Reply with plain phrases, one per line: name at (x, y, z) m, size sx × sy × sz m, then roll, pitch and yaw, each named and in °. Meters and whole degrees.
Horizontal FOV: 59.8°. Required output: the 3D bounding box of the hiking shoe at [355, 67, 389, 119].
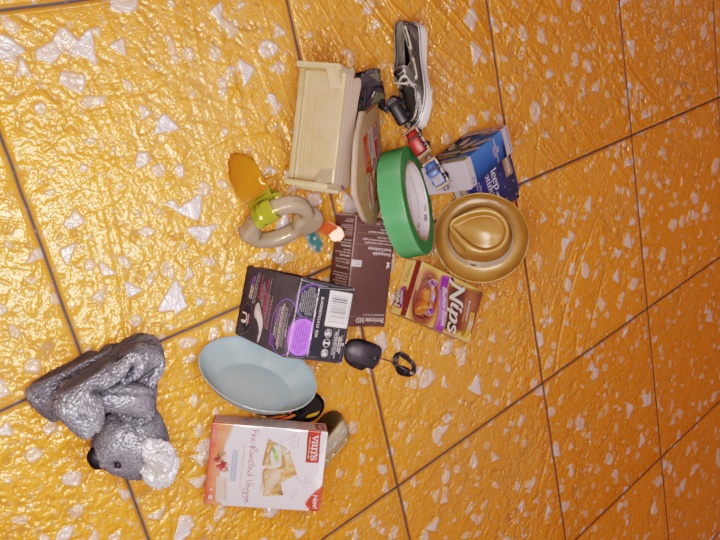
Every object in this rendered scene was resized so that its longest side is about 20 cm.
hiking shoe at (-0.021, -0.285, 1.122) m, size 0.199 × 0.075 × 0.102 m, roll -37°, pitch 112°, yaw -28°

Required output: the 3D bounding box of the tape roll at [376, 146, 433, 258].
tape roll at (0.087, -0.127, 1.172) m, size 0.200 × 0.047 × 0.206 m, roll -10°, pitch 90°, yaw -68°

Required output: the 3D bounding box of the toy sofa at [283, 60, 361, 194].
toy sofa at (-0.062, -0.232, 1.028) m, size 0.097 × 0.081 × 0.205 m, roll -14°, pitch 112°, yaw -69°

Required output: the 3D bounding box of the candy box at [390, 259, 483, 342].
candy box at (0.164, 0.066, 1.314) m, size 0.197 × 0.056 × 0.119 m, roll 23°, pitch 82°, yaw -37°

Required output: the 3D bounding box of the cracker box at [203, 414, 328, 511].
cracker box at (-0.158, 0.325, 1.060) m, size 0.195 × 0.058 × 0.138 m, roll 6°, pitch 91°, yaw -9°

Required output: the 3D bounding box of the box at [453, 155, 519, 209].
box at (0.287, -0.190, 1.385) m, size 0.198 × 0.032 × 0.123 m, roll -34°, pitch 114°, yaw -29°

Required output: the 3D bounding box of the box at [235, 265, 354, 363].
box at (-0.112, 0.069, 1.024) m, size 0.104 × 0.198 × 0.125 m, roll 12°, pitch 90°, yaw -35°

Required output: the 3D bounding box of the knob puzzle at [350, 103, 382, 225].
knob puzzle at (0.004, -0.172, 1.077) m, size 0.219 × 0.030 × 0.226 m, roll 1°, pitch 90°, yaw -76°

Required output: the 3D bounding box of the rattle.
rattle at (-0.130, -0.112, 1.088) m, size 0.197 × 0.143 × 0.132 m, roll -6°, pitch 135°, yaw -45°

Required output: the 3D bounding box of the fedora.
fedora at (0.241, -0.074, 1.268) m, size 0.082 × 0.196 × 0.205 m, roll 36°, pitch 72°, yaw -72°

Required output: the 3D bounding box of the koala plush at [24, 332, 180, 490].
koala plush at (-0.338, 0.215, 0.904) m, size 0.183 × 0.175 × 0.204 m, roll -33°, pitch 110°, yaw -39°

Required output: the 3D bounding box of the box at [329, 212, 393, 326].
box at (0.000, 0.000, 1.177) m, size 0.098 × 0.074 × 0.206 m, roll 3°, pitch 96°, yaw -36°

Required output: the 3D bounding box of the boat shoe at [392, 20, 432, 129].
boat shoe at (0.091, -0.372, 1.200) m, size 0.063 × 0.070 × 0.206 m, roll -4°, pitch 91°, yaw -35°

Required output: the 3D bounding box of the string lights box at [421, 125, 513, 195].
string lights box at (0.218, -0.223, 1.258) m, size 0.200 × 0.101 × 0.060 m, roll -42°, pitch 118°, yaw -42°

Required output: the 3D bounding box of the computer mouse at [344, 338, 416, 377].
computer mouse at (0.046, 0.181, 1.255) m, size 0.197 × 0.034 × 0.060 m, roll 20°, pitch 83°, yaw -36°

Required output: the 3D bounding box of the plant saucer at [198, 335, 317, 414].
plant saucer at (-0.169, 0.178, 1.014) m, size 0.197 × 0.201 × 0.039 m, roll 6°, pitch 115°, yaw -36°

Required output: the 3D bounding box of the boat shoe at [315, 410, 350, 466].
boat shoe at (-0.092, 0.354, 1.154) m, size 0.200 × 0.073 × 0.067 m, roll -43°, pitch 121°, yaw -18°

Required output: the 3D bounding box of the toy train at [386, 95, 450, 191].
toy train at (0.108, -0.235, 1.162) m, size 0.202 × 0.034 × 0.046 m, roll 58°, pitch 21°, yaw -3°

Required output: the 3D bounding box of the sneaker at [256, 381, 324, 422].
sneaker at (-0.135, 0.235, 1.095) m, size 0.197 × 0.089 × 0.072 m, roll 24°, pitch 84°, yaw -33°
